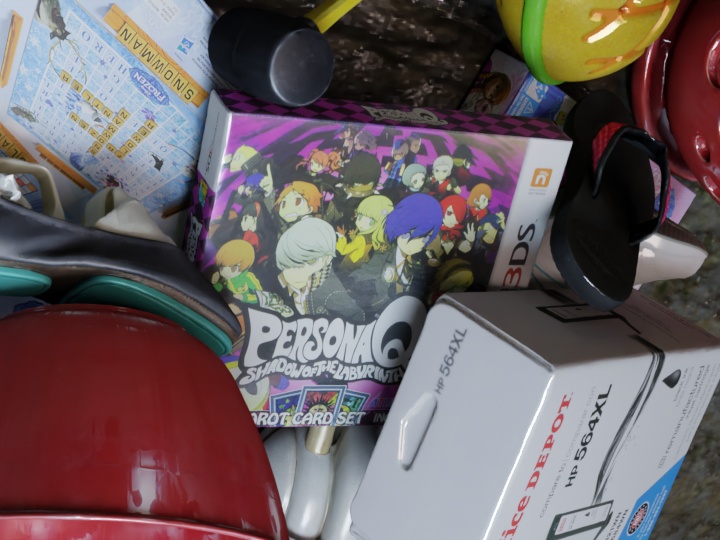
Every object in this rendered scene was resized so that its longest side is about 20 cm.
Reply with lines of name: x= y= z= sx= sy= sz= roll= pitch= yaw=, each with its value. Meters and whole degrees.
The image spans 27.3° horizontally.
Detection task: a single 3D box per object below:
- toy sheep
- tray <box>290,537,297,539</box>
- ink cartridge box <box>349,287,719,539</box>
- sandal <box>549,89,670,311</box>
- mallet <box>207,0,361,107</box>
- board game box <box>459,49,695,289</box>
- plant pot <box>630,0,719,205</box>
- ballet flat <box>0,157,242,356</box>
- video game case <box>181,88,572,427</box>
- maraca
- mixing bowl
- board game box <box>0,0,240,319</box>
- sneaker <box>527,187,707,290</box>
toy sheep: x=-0.004 y=0.130 z=0.902 sx=0.197 sy=0.138 sz=0.140 roll=13 pitch=107 yaw=-13
tray: x=-0.105 y=0.182 z=0.844 sx=0.198 sy=0.022 sz=0.108 roll=23 pitch=102 yaw=-5
ink cartridge box: x=0.103 y=0.092 z=0.822 sx=0.199 sy=0.084 sz=0.148 roll=-3 pitch=119 yaw=-51
sandal: x=0.150 y=-0.048 z=0.842 sx=0.075 sy=0.201 sz=0.045 roll=43 pitch=122 yaw=-13
mallet: x=0.006 y=-0.153 z=0.742 sx=0.200 sy=0.065 sz=0.041 roll=-45 pitch=128 yaw=-24
board game box: x=0.105 y=-0.009 z=0.963 sx=0.199 sy=0.041 sz=0.201 roll=26 pitch=96 yaw=-42
plant pot: x=0.284 y=-0.120 z=0.941 sx=0.198 sy=0.182 sz=0.203 roll=-18 pitch=124 yaw=-28
ballet flat: x=-0.137 y=-0.012 z=0.687 sx=0.198 sy=0.073 sz=0.074 roll=17 pitch=104 yaw=-35
video game case: x=0.000 y=0.000 z=0.791 sx=0.197 sy=0.036 sz=0.183 roll=3 pitch=117 yaw=-25
maraca: x=0.128 y=-0.185 z=0.825 sx=0.138 sy=0.106 sz=0.201 roll=-57 pitch=158 yaw=-19
mixing bowl: x=-0.125 y=0.083 z=0.684 sx=0.199 sy=0.199 sz=0.110 roll=21 pitch=61 yaw=-41
board game box: x=-0.152 y=-0.066 z=0.729 sx=0.200 sy=0.041 sz=0.200 roll=-48 pitch=133 yaw=-6
sneaker: x=0.124 y=-0.009 z=0.910 sx=0.198 sy=0.070 sz=0.081 roll=4 pitch=116 yaw=-29
